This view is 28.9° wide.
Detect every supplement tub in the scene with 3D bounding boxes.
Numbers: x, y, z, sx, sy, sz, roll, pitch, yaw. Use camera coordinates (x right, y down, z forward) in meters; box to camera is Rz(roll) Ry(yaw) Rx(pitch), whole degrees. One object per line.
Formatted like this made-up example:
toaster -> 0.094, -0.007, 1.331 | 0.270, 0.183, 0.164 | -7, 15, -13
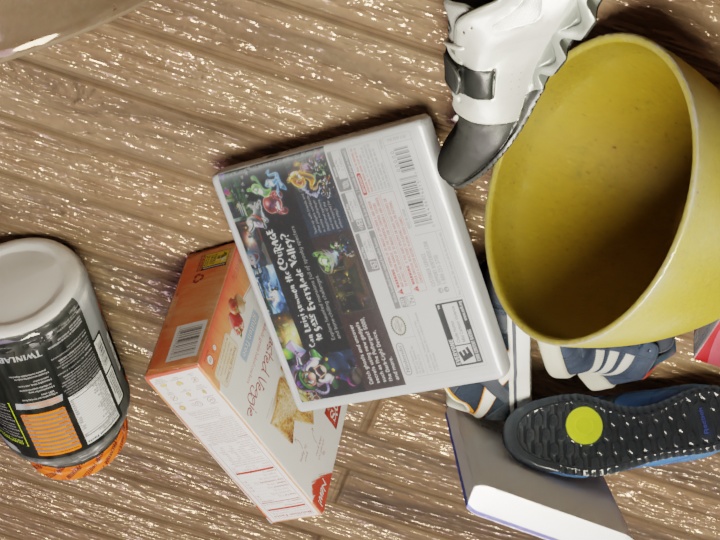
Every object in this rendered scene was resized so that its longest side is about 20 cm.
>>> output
supplement tub -> -0.269, 0.081, 1.200 | 0.121, 0.123, 0.201 | 3, 136, 12

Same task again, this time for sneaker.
sneaker -> 0.084, -0.144, 0.910 | 0.088, 0.074, 0.201 | 23, 127, -10
sneaker -> 0.208, 0.132, 1.136 | 0.197, 0.067, 0.078 | -5, 169, -8
sneaker -> 0.184, 0.040, 1.036 | 0.084, 0.076, 0.200 | -18, 164, 21
sneaker -> 0.098, 0.053, 1.103 | 0.078, 0.079, 0.201 | 2, 137, 7

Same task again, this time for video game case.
video game case -> 0.000, 0.000, 1.047 | 0.180, 0.023, 0.202 | -12, 107, 27

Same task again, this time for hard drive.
hard drive -> 0.139, 0.165, 1.134 | 0.131, 0.200, 0.026 | 20, 103, -6

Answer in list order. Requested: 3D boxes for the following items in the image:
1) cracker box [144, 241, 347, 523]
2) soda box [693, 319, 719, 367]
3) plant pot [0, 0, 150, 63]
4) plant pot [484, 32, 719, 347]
cracker box -> -0.086, 0.095, 1.156 | 0.057, 0.135, 0.201 | -13, 131, 26
soda box -> 0.302, -0.011, 0.987 | 0.063, 0.070, 0.201 | 17, 137, -2
plant pot -> -0.224, -0.230, 0.834 | 0.198, 0.201, 0.176 | -9, 116, 23
plant pot -> 0.197, -0.039, 0.921 | 0.141, 0.202, 0.200 | 13, 142, -31
